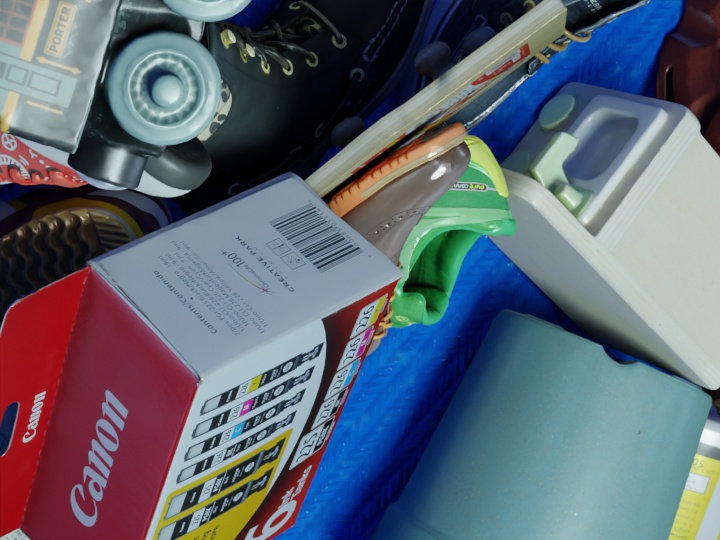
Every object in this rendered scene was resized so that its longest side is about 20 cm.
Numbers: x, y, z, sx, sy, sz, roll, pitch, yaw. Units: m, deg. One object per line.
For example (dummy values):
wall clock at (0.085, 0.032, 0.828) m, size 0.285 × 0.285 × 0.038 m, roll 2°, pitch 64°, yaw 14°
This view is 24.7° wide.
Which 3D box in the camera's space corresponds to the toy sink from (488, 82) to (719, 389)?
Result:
toy sink at (0.157, -0.039, 1.011) m, size 0.200 × 0.130 × 0.112 m, roll 42°, pitch 81°, yaw -29°

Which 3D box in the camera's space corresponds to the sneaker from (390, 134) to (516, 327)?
sneaker at (0.003, 0.005, 0.933) m, size 0.200 × 0.084 × 0.074 m, roll -39°, pitch 163°, yaw 25°

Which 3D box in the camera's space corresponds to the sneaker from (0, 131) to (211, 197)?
sneaker at (-0.169, -0.057, 0.769) m, size 0.108 × 0.201 × 0.067 m, roll -61°, pitch 163°, yaw 11°

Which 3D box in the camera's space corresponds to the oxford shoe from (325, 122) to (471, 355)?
oxford shoe at (0.000, 0.000, 0.868) m, size 0.200 × 0.073 × 0.071 m, roll -44°, pitch 176°, yaw 33°

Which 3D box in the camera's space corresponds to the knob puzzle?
knob puzzle at (0.018, -0.081, 0.859) m, size 0.220 × 0.220 × 0.030 m, roll -36°, pitch 90°, yaw -15°

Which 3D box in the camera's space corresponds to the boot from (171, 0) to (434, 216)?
boot at (-0.045, -0.115, 0.850) m, size 0.204 × 0.073 × 0.154 m, roll -53°, pitch 159°, yaw 2°

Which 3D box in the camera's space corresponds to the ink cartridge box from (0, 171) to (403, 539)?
ink cartridge box at (-0.092, 0.075, 0.788) m, size 0.175 × 0.084 × 0.200 m, roll -27°, pitch 150°, yaw -40°

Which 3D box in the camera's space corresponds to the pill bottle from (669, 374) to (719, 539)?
pill bottle at (0.207, 0.182, 1.167) m, size 0.111 × 0.111 × 0.200 m, roll 9°, pitch 105°, yaw -36°

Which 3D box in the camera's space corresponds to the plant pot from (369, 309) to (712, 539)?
plant pot at (0.119, 0.140, 1.050) m, size 0.200 × 0.200 × 0.196 m, roll 23°, pitch 89°, yaw -38°

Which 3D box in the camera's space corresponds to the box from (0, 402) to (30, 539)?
box at (-0.185, 0.078, 0.879) m, size 0.200 × 0.078 × 0.095 m, roll -41°, pitch 128°, yaw -12°

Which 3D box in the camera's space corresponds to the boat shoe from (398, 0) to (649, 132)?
boat shoe at (0.104, -0.151, 0.960) m, size 0.071 × 0.091 × 0.200 m, roll 34°, pitch 90°, yaw -39°

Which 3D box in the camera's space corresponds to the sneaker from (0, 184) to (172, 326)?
sneaker at (-0.189, 0.003, 0.824) m, size 0.200 × 0.090 × 0.075 m, roll -8°, pitch 103°, yaw 14°

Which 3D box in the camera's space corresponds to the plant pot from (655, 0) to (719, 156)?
plant pot at (0.310, -0.109, 1.065) m, size 0.195 × 0.201 × 0.201 m, roll 19°, pitch 100°, yaw -30°

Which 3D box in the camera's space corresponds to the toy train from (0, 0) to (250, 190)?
toy train at (-0.099, -0.135, 0.657) m, size 0.114 × 0.085 × 0.200 m, roll 16°, pitch 99°, yaw -19°

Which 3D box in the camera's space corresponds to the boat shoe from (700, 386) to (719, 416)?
boat shoe at (0.241, 0.045, 1.088) m, size 0.072 × 0.200 × 0.068 m, roll -43°, pitch 95°, yaw 10°
